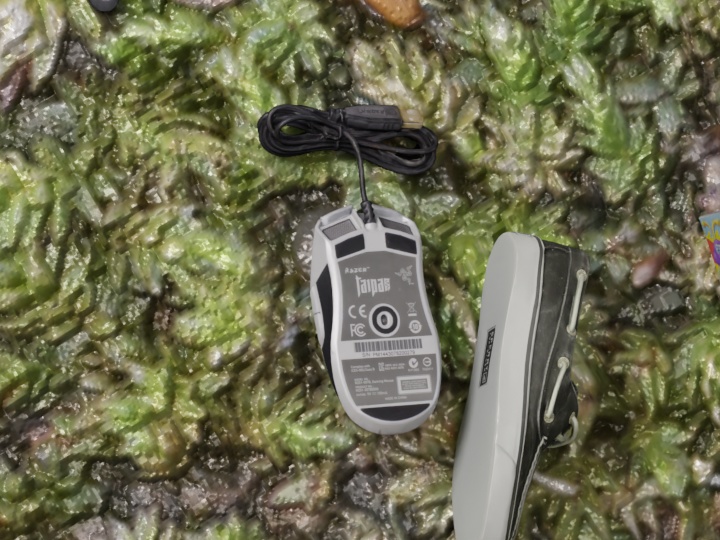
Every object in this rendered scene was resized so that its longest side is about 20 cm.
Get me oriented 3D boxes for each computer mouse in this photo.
[{"bbox_3d":[0.000,0.000,1.615,0.109,0.044,0.201,-1,80,-23],"label":"computer mouse"}]

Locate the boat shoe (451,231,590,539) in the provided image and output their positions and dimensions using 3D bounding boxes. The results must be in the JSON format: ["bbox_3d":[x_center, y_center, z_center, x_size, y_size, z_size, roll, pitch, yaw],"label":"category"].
[{"bbox_3d":[0.101,0.078,1.625,0.063,0.071,0.201,13,79,-16],"label":"boat shoe"}]

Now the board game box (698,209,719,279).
[{"bbox_3d":[0.303,0.041,1.679,0.103,0.105,0.201,-19,91,-19],"label":"board game box"}]

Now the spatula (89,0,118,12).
[{"bbox_3d":[-0.141,-0.251,1.599,0.056,0.021,0.201,8,83,-20],"label":"spatula"}]
